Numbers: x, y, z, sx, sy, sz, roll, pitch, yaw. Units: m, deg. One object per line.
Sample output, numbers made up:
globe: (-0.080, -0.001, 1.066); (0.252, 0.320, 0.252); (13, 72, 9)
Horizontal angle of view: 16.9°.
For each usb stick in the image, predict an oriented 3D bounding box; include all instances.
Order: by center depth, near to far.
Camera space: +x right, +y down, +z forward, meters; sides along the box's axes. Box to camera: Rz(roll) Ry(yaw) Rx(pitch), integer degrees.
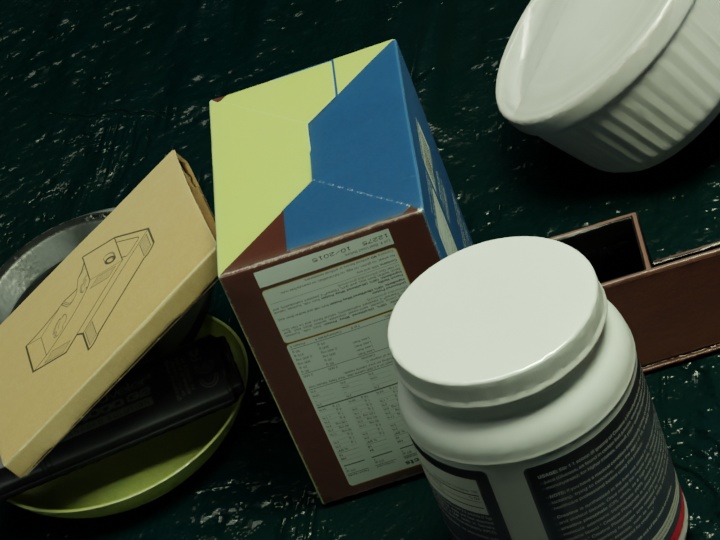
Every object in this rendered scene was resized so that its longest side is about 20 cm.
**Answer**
usb stick: (-0.175, 0.100, 1.619); (0.199, 0.033, 0.056); (-23, 60, 0)

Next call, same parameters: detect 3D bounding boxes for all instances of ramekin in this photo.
ramekin: (0.194, -0.160, 1.704); (0.202, 0.094, 0.203); (-42, 26, 26)

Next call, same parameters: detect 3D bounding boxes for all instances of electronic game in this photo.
electronic game: (-0.196, 0.032, 1.716); (0.198, 0.042, 0.201); (-15, 44, 15)

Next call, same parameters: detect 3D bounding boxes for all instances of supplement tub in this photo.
supplement tub: (0.102, 0.095, 1.393); (0.139, 0.201, 0.141); (-14, 37, 11)

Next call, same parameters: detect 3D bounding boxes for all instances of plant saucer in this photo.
plant saucer: (-0.166, 0.104, 1.670); (0.198, 0.031, 0.201); (-15, 36, 11)

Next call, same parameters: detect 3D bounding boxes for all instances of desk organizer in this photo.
desk organizer: (0.220, 0.001, 1.555); (0.198, 0.077, 0.072); (-17, 36, 8)

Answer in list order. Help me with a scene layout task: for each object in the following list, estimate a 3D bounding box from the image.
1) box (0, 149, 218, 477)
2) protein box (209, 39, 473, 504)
box: (-0.173, 0.025, 1.598); (0.200, 0.021, 0.164); (-46, 29, 8)
protein box: (0.000, 0.000, 1.568); (0.134, 0.201, 0.199); (-17, 36, 7)
